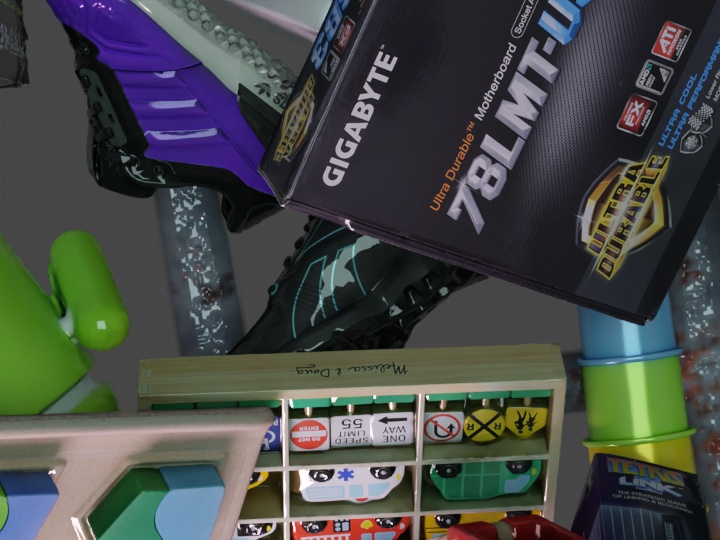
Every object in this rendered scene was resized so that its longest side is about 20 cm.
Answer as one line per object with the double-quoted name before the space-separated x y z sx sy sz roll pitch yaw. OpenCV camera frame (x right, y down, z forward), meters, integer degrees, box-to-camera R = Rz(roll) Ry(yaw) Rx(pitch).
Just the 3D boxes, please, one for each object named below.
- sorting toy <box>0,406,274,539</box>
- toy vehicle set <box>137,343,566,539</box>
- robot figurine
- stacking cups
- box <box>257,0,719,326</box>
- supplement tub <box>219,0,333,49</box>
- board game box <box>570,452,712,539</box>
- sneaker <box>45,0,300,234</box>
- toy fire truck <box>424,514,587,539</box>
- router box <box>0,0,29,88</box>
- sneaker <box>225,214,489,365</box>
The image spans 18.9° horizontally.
"sorting toy" -0.142 0.143 0.983 0.184 0.037 0.201 0 127 -30
"toy vehicle set" -0.005 0.093 1.038 0.199 0.027 0.125 -2 129 -2
"robot figurine" -0.192 0.048 1.015 0.175 0.116 0.200 -35 96 7
"stacking cups" 0.125 0.024 1.063 0.060 0.061 0.201 -10 90 -2
"box" 0.083 -0.094 0.953 0.198 0.050 0.201 18 106 -28
"supplement tub" 0.027 -0.194 1.010 0.131 0.132 0.201 24 92 -4
"board game box" 0.110 0.211 0.984 0.056 0.165 0.201 11 114 -4
"sneaker" -0.106 -0.087 1.024 0.200 0.070 0.100 38 102 -19
"toy fire truck" 0.027 0.180 1.001 0.049 0.200 0.142 -4 92 -35
"router box" -0.258 -0.109 0.989 0.199 0.150 0.062 -4 93 -3
"sneaker" 0.000 0.000 1.058 0.200 0.075 0.079 -38 63 6
